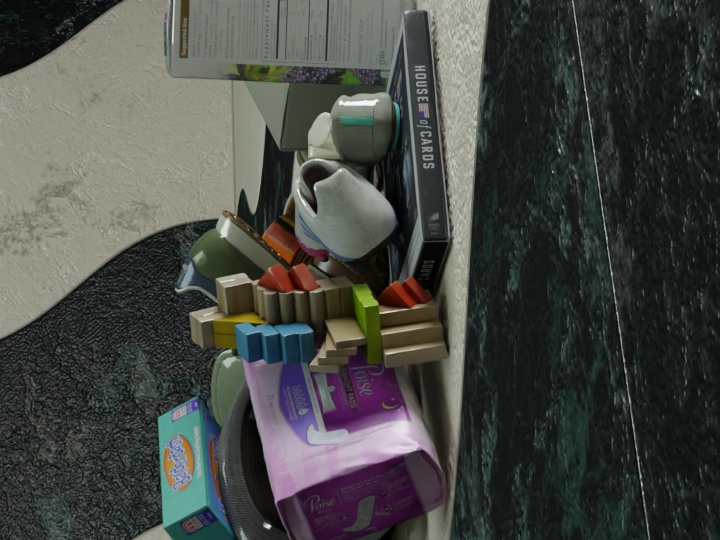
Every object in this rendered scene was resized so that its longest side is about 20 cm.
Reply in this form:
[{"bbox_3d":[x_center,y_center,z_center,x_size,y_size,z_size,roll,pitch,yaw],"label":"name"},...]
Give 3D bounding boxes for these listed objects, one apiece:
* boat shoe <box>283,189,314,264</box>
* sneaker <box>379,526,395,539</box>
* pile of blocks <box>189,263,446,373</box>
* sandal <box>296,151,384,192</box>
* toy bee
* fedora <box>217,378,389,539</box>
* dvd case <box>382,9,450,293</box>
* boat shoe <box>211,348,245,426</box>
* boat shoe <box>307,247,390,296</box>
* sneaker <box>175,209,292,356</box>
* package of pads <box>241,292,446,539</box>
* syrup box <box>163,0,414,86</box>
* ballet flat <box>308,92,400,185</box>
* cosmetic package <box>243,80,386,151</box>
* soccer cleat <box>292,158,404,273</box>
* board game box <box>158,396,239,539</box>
[{"bbox_3d":[-0.036,-0.047,1.815,0.200,0.071,0.069,86,-173,-60],"label":"boat shoe"},{"bbox_3d":[-0.005,0.180,1.613,0.115,0.080,0.200,143,120,-77],"label":"sneaker"},{"bbox_3d":[-0.035,0.030,1.367,0.082,0.200,0.062,-58,-34,-65],"label":"pile of blocks"},{"bbox_3d":[-0.006,-0.093,1.677,0.057,0.080,0.201,-61,17,12],"label":"sandal"},{"bbox_3d":[-0.085,0.010,1.777,0.200,0.131,0.109,-36,7,43],"label":"toy bee"},{"bbox_3d":[-0.022,0.153,1.518,0.090,0.177,0.200,43,-153,-58],"label":"fedora"},{"bbox_3d":[0.040,-0.075,1.435,0.150,0.025,0.200,104,164,-61],"label":"dvd case"},{"bbox_3d":[-0.081,0.149,1.698,0.061,0.072,0.202,-38,-55,-43],"label":"boat shoe"},{"bbox_3d":[0.000,0.000,1.629,0.068,0.072,0.200,-56,-2,1],"label":"boat shoe"},{"bbox_3d":[-0.073,0.046,1.616,0.090,0.200,0.067,-46,8,2],"label":"sneaker"},{"bbox_3d":[-0.016,0.109,1.396,0.200,0.120,0.076,-109,-1,-52],"label":"package of pads"},{"bbox_3d":[-0.060,-0.194,1.532,0.079,0.200,0.082,-136,47,-79],"label":"syrup box"},{"bbox_3d":[-0.012,-0.104,1.497,0.200,0.064,0.068,130,140,-79],"label":"ballet flat"},{"bbox_3d":[-0.049,-0.189,1.683,0.200,0.103,0.073,-121,32,-50],"label":"cosmetic package"},{"bbox_3d":[-0.020,-0.053,1.454,0.086,0.070,0.200,55,172,-12],"label":"soccer cleat"},{"bbox_3d":[-0.099,0.225,1.584,0.200,0.045,0.152,56,-169,-30],"label":"board game box"}]
